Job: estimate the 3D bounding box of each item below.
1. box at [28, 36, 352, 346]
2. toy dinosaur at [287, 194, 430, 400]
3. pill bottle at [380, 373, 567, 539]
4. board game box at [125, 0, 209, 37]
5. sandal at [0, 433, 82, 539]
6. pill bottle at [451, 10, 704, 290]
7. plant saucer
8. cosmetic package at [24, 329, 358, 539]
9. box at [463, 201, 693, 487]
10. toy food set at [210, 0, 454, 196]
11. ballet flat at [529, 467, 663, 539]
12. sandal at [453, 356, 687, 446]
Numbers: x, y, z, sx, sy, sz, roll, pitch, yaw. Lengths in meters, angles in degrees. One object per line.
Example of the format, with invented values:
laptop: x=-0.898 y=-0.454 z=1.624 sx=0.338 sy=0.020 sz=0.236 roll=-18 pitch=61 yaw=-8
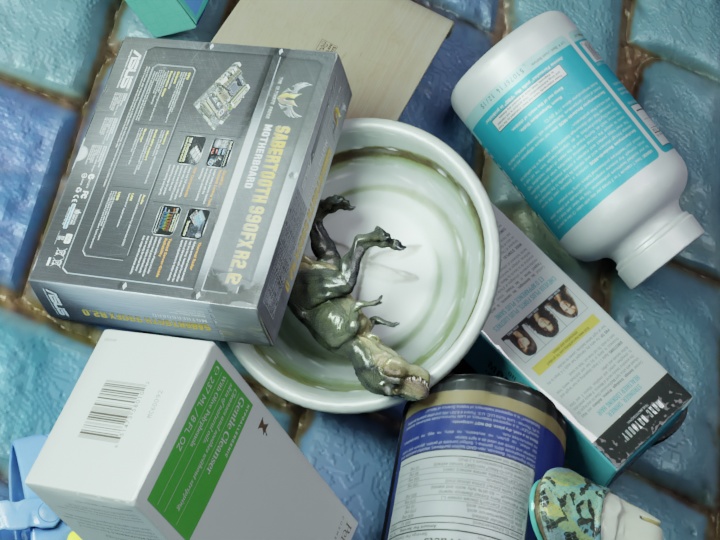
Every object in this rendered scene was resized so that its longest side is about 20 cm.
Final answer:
box: x=-0.107 y=-0.056 z=1.178 sx=0.157 sy=0.048 sz=0.201 roll=6 pitch=60 yaw=17
toy dinosaur: x=-0.022 y=0.000 z=1.178 sx=0.200 sy=0.047 sz=0.088 roll=38 pitch=95 yaw=24
pill bottle: x=0.067 y=0.177 z=1.159 sx=0.111 sy=0.112 sz=0.201 roll=21 pitch=57 yaw=-15
board game box: x=-0.139 y=-0.292 z=1.305 sx=0.152 sy=0.045 sz=0.201 roll=52 pitch=45 yaw=-36
sandal: x=-0.174 y=0.124 z=1.091 sx=0.087 sy=0.080 sz=0.200 roll=33 pitch=53 yaw=-3
pill bottle: x=0.166 y=-0.085 z=1.350 sx=0.111 sy=0.111 sz=0.200 roll=-32 pitch=81 yaw=-35
plant saucer: x=0.000 y=0.000 z=1.220 sx=0.199 sy=0.050 sz=0.201 roll=-4 pitch=74 yaw=15
cosmetic package: x=-0.092 y=0.134 z=1.049 sx=0.200 sy=0.084 sz=0.108 roll=54 pitch=51 yaw=-45
box: x=0.125 y=0.051 z=1.252 sx=0.082 sy=0.049 sz=0.200 roll=-38 pitch=75 yaw=-24
toy food set: x=-0.032 y=-0.143 z=1.323 sx=0.143 sy=0.061 sz=0.201 roll=27 pitch=53 yaw=3
ballet flat: x=0.170 y=0.183 z=1.168 sx=0.200 sy=0.074 sz=0.075 roll=51 pitch=38 yaw=-50
sandal: x=0.150 y=0.072 z=1.296 sx=0.199 sy=0.048 sz=0.076 roll=20 pitch=57 yaw=-15
